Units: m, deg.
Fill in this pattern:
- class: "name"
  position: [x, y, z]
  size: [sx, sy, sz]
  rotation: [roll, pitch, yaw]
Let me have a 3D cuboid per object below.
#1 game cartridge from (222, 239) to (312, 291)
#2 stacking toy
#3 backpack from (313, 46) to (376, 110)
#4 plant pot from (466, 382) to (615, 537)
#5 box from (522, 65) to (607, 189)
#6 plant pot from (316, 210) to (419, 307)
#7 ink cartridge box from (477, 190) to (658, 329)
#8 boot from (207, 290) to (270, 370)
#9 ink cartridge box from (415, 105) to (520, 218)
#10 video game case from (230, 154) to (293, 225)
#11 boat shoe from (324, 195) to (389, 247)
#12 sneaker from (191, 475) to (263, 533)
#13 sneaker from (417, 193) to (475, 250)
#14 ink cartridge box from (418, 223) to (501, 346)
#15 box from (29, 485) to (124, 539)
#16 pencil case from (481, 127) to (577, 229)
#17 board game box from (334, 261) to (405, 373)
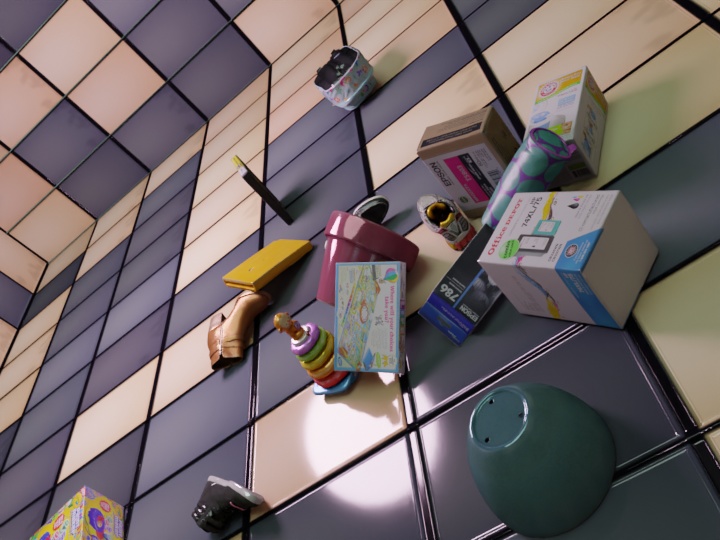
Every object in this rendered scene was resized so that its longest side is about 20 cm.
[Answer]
- class: "game cartridge"
  position: [-0.243, -0.017, 1.829]
  size: [0.199, 0.033, 0.175]
  rotation: [-37, 24, -29]
- class: "stacking toy"
  position: [-0.095, 0.144, 1.361]
  size: [0.109, 0.200, 0.117]
  rotation: [-17, 41, 39]
- class: "backpack"
  position: [-0.041, -0.591, 2.163]
  size: [0.178, 0.150, 0.200]
  rotation: [-47, 24, 4]
- class: "plant pot"
  position: [0.219, 0.231, 0.941]
  size: [0.199, 0.135, 0.202]
  rotation: [-32, 34, 25]
- class: "box"
  position: [0.388, -0.269, 1.323]
  size: [0.111, 0.101, 0.202]
  rotation: [-13, 45, 42]
- class: "plant pot"
  position: [0.000, 0.000, 1.435]
  size: [0.199, 0.198, 0.182]
  rotation: [18, 84, 56]
- class: "ink cartridge box"
  position: [0.319, -0.021, 1.087]
  size: [0.199, 0.146, 0.148]
  rotation: [6, 58, 53]
- class: "boot"
  position: [-0.299, 0.152, 1.742]
  size: [0.198, 0.074, 0.156]
  rotation: [-33, 41, 20]
- class: "ink cartridge box"
  position: [0.229, -0.202, 1.347]
  size: [0.163, 0.200, 0.076]
  rotation: [-11, 45, 45]
- class: "video game case"
  position: [-0.285, -0.232, 2.014]
  size: [0.025, 0.200, 0.181]
  rotation: [-42, 31, 1]
- class: "boat shoe"
  position: [-0.005, -0.090, 1.634]
  size: [0.198, 0.074, 0.067]
  rotation: [-37, 35, 18]
- class: "sneaker"
  position: [-0.256, 0.459, 1.340]
  size: [0.199, 0.070, 0.100]
  rotation: [-12, 47, 52]
- class: "sneaker"
  position: [0.167, -0.120, 1.447]
  size: [0.078, 0.082, 0.200]
  rotation: [-45, 31, 3]
- class: "ink cartridge box"
  position: [0.198, 0.025, 1.236]
  size: [0.201, 0.099, 0.039]
  rotation: [-52, -9, -5]
- class: "box"
  position: [-0.632, 0.634, 1.552]
  size: [0.192, 0.122, 0.200]
  rotation: [-43, 31, 5]
- class: "pencil case"
  position: [0.295, -0.148, 1.246]
  size: [0.086, 0.091, 0.202]
  rotation: [-90, 20, -51]
- class: "board game box"
  position: [0.017, 0.087, 1.307]
  size: [0.132, 0.034, 0.204]
  rotation: [0, 86, 24]
